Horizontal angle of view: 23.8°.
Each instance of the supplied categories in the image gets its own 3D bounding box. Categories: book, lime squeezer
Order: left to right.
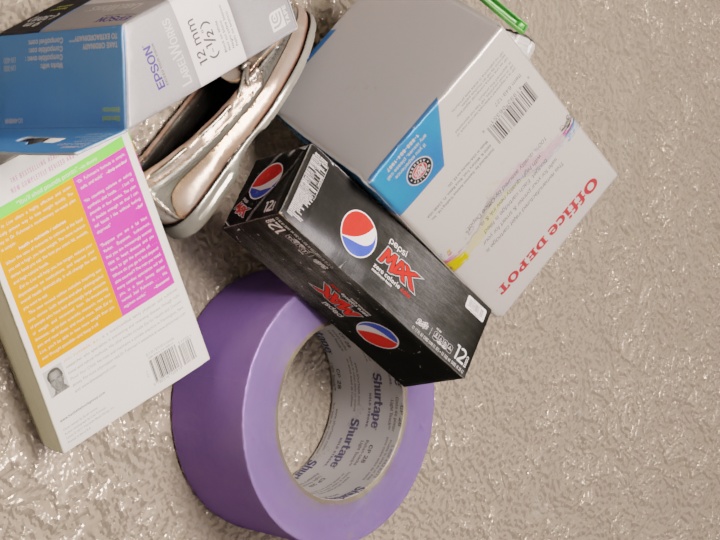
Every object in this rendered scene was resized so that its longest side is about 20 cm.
[{"bbox_3d":[-0.187,0.003,1.153,0.133,0.048,0.202,-31,116,-32],"label":"book"},{"bbox_3d":[0.072,-0.261,1.344,0.200,0.070,0.038,57,38,-46],"label":"lime squeezer"}]

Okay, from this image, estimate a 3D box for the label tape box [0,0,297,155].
[{"bbox_3d":[-0.160,-0.143,1.110,0.199,0.142,0.067,-34,116,-38],"label":"label tape box"}]

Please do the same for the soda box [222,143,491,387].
[{"bbox_3d":[0.000,0.000,1.214,0.200,0.070,0.064,42,58,-28],"label":"soda box"}]

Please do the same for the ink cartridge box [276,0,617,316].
[{"bbox_3d":[0.063,-0.095,1.278,0.147,0.144,0.200,-49,135,-3],"label":"ink cartridge box"}]

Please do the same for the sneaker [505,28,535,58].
[{"bbox_3d":[0.071,-0.161,1.385,0.199,0.078,0.091,9,89,-45],"label":"sneaker"}]

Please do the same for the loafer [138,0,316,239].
[{"bbox_3d":[-0.100,-0.120,1.228,0.063,0.072,0.201,39,69,-30],"label":"loafer"}]

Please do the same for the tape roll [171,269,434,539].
[{"bbox_3d":[-0.040,0.101,1.288,0.199,0.084,0.203,-5,97,-44],"label":"tape roll"}]
